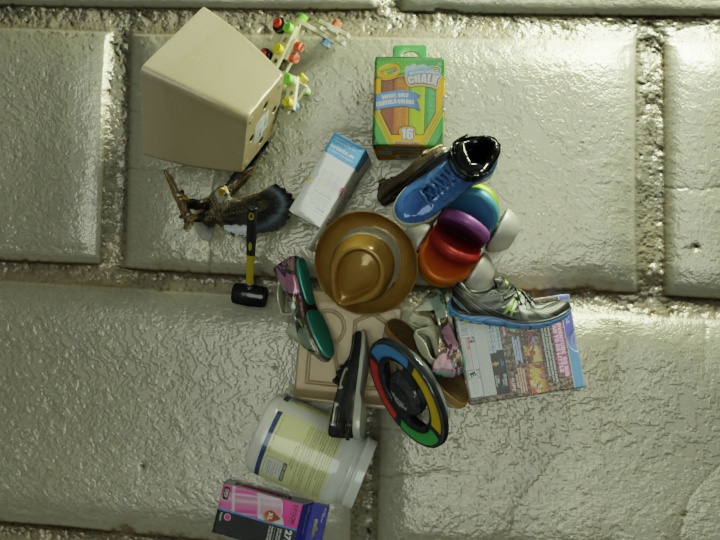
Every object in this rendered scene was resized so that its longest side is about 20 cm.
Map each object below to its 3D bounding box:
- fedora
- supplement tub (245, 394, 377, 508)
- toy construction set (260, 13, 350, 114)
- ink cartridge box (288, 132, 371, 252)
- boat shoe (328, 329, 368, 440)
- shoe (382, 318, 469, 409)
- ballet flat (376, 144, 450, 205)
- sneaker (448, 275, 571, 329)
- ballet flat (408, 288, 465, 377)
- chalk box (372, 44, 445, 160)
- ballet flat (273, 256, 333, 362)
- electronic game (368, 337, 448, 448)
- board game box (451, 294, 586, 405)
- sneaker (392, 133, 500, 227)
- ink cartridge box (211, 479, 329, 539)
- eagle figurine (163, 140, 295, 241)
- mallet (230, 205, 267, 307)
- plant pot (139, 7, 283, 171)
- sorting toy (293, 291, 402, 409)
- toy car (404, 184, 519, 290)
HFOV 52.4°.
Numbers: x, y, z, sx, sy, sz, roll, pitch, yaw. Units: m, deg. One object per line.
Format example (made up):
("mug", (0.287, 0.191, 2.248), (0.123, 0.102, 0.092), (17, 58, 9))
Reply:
("fedora", (0.000, 0.000, 1.253), (0.200, 0.082, 0.201), (7, 114, 16))
("supplement tub", (-0.084, 0.318, 1.278), (0.200, 0.145, 0.145), (22, 90, 6))
("toy construction set", (-0.115, -0.389, 1.335), (0.131, 0.092, 0.200), (31, 83, 30))
("ink cartridge box", (-0.062, -0.135, 1.307), (0.068, 0.115, 0.200), (30, 91, 6))
("boat shoe", (-0.019, 0.192, 1.254), (0.060, 0.074, 0.200), (-1, 61, 10))
("shoe", (0.108, 0.166, 1.254), (0.200, 0.070, 0.053), (47, 128, 27))
("ballet flat", (0.085, -0.172, 1.271), (0.067, 0.200, 0.046), (-19, 81, -34))
("sneaker", (0.245, 0.051, 1.195), (0.199, 0.071, 0.083), (5, 93, 9))
("ballet flat", (0.123, 0.101, 1.251), (0.071, 0.200, 0.069), (4, 131, -14))
("chalk box", (0.087, -0.306, 1.296), (0.125, 0.124, 0.200), (0, 88, 5))
("ballet flat", (-0.107, 0.075, 1.300), (0.071, 0.069, 0.200), (-24, 77, 21))
("electronic game", (0.077, 0.203, 1.210), (0.042, 0.200, 0.200), (-27, 85, -25))
("board game box", (0.270, 0.135, 1.274), (0.200, 0.097, 0.160), (-9, 87, 5))
("sneaker", (0.138, -0.149, 1.168), (0.200, 0.111, 0.077), (-30, 75, -10))
("ink cartridge box", (-0.164, 0.455, 1.337), (0.200, 0.037, 0.095), (13, 89, 4))
("eagle figurine", (-0.231, -0.133, 1.322), (0.200, 0.151, 0.152), (-20, 115, -15))
("mallet", (-0.188, -0.020, 1.313), (0.066, 0.041, 0.200), (15, 119, 0))
("plant pot", (-0.244, -0.288, 1.257), (0.177, 0.200, 0.200), (25, 53, 3))
("sorting toy", (-0.022, 0.144, 1.337), (0.185, 0.036, 0.200), (5, 84, 6))
("toy car", (0.171, -0.062, 1.265), (0.175, 0.150, 0.200), (30, 91, 6))
